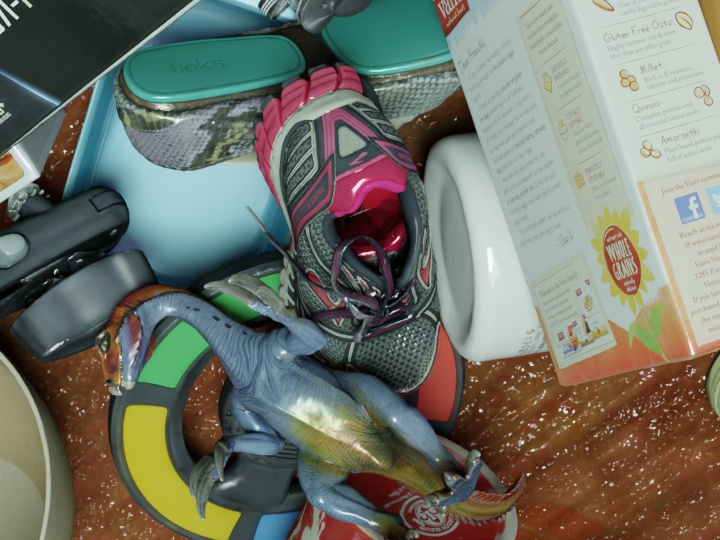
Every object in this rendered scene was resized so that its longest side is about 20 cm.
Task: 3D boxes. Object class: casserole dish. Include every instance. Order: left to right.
[{"bbox_3d":[-0.085,-0.060,0.789,0.120,0.039,0.201,17,110,-10],"label":"casserole dish"}]

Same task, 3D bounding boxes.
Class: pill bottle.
[{"bbox_3d":[0.139,-0.023,0.770,0.199,0.114,0.115,-8,114,-10],"label":"pill bottle"}]

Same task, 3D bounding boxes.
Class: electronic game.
[{"bbox_3d":[-0.038,0.074,0.821,0.199,0.042,0.201,-9,125,-13],"label":"electronic game"}]

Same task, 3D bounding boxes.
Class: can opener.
[{"bbox_3d":[-0.190,0.016,0.717,0.199,0.079,0.064,-25,152,-32],"label":"can opener"}]

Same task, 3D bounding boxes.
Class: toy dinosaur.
[{"bbox_3d":[-0.037,0.074,0.737,0.181,0.200,0.105,39,92,26],"label":"toy dinosaur"}]

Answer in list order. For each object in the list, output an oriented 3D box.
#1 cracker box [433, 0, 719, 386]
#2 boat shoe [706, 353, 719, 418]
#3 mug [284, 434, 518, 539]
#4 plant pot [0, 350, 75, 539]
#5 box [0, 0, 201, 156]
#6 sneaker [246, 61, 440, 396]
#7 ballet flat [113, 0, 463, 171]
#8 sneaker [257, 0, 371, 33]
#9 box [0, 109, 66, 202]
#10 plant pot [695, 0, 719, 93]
[{"bbox_3d":[0.101,-0.059,0.640,0.057,0.134,0.201,-17,86,-16],"label":"cracker box"},{"bbox_3d":[0.263,0.015,0.825,0.073,0.063,0.201,30,108,-15],"label":"boat shoe"},{"bbox_3d":[-0.001,0.205,0.813,0.133,0.178,0.201,21,120,-4],"label":"mug"},{"bbox_3d":[-0.232,0.133,0.796,0.199,0.135,0.202,-3,73,10],"label":"plant pot"},{"bbox_3d":[-0.110,-0.156,0.621,0.163,0.201,0.086,-29,117,34],"label":"box"},{"bbox_3d":[0.000,0.000,0.715,0.080,0.075,0.201,-27,140,-7],"label":"sneaker"},{"bbox_3d":[-0.020,-0.088,0.730,0.199,0.072,0.072,-13,114,-13],"label":"ballet flat"},{"bbox_3d":[0.010,-0.162,0.638,0.114,0.200,0.076,-34,84,-20],"label":"sneaker"},{"bbox_3d":[-0.271,-0.077,0.696,0.199,0.097,0.177,-30,113,10],"label":"box"},{"bbox_3d":[0.211,-0.098,0.672,0.199,0.140,0.202,4,76,-18],"label":"plant pot"}]
